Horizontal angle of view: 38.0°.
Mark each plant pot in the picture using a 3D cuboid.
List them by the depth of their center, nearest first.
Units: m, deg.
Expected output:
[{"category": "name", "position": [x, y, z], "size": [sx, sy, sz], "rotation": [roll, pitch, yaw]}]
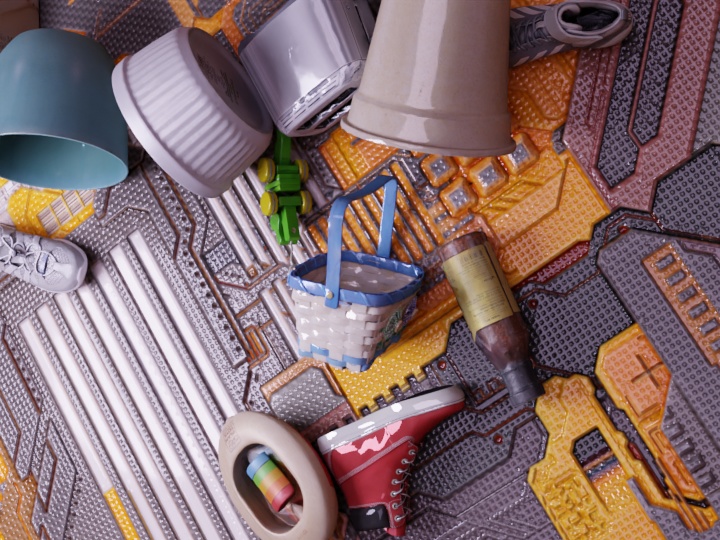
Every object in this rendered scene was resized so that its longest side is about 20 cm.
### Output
[{"category": "plant pot", "position": [0.087, -0.237, 1.140], "size": [0.199, 0.200, 0.185], "rotation": [15, 110, 21]}, {"category": "plant pot", "position": [-0.395, -0.213, 1.360], "size": [0.198, 0.200, 0.163], "rotation": [-4, 73, 21]}]

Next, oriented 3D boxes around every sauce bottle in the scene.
[{"category": "sauce bottle", "position": [0.152, 0.056, 1.197], "size": [0.066, 0.066, 0.202], "rotation": [-25, 77, 18]}]

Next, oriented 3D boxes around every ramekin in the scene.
[{"category": "ramekin", "position": [-0.194, -0.198, 1.269], "size": [0.105, 0.200, 0.201], "rotation": [-34, 76, 17]}]

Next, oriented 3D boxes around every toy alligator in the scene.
[{"category": "toy alligator", "position": [-0.097, -0.075, 1.308], "size": [0.054, 0.059, 0.202], "rotation": [-15, 80, 60]}]

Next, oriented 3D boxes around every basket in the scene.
[{"category": "basket", "position": [0.000, 0.000, 1.206], "size": [0.138, 0.176, 0.202], "rotation": [8, 109, 22]}]

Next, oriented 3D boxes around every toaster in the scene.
[{"category": "toaster", "position": [-0.058, -0.249, 1.260], "size": [0.199, 0.113, 0.130], "rotation": [-32, 79, 34]}]

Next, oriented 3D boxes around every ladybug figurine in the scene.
[{"category": "ladybug figurine", "position": [-0.096, 0.253, 1.273], "size": [0.136, 0.072, 0.200], "rotation": [-49, 68, 26]}]

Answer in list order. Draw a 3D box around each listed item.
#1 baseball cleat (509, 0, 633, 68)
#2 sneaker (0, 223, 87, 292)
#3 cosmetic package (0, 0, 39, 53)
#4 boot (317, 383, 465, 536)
[{"category": "baseball cleat", "position": [0.200, -0.274, 1.172], "size": [0.198, 0.106, 0.071], "rotation": [-10, 89, 22]}, {"category": "sneaker", "position": [-0.465, -0.016, 1.429], "size": [0.198, 0.082, 0.076], "rotation": [13, 92, 21]}, {"category": "cosmetic package", "position": [-0.502, -0.297, 1.447], "size": [0.072, 0.103, 0.202], "rotation": [-2, 88, 20]}, {"category": "boot", "position": [0.057, 0.227, 1.226], "size": [0.199, 0.072, 0.145], "rotation": [-30, 78, 26]}]
